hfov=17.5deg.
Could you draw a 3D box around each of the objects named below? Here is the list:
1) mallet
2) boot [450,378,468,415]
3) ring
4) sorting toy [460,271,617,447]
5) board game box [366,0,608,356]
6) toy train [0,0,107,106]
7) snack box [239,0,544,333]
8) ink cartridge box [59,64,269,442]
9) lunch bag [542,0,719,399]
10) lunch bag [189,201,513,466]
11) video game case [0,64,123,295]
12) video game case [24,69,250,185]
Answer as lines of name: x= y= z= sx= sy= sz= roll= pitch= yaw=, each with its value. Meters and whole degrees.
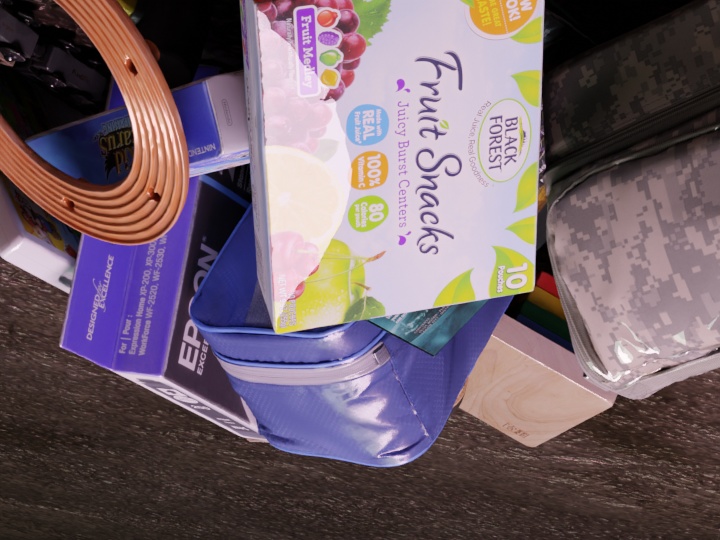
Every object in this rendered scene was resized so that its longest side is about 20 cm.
mallet: x=-0.163 y=-0.157 z=1.225 sx=0.199 sy=0.066 sz=0.041 roll=23 pitch=145 yaw=-33
boot: x=-0.017 y=0.021 z=1.548 sx=0.199 sy=0.078 sz=0.139 roll=17 pitch=156 yaw=4
ring: x=-0.159 y=-0.101 z=1.205 sx=0.200 sy=0.019 sz=0.201 roll=32 pitch=145 yaw=26
sorting toy: x=0.078 y=0.034 z=1.652 sx=0.198 sy=0.070 sz=0.200 roll=30 pitch=163 yaw=-4
board game box: x=0.059 y=-0.052 z=1.249 sx=0.135 sy=0.200 sz=0.028 roll=29 pitch=-159 yaw=-42
toy train: x=-0.221 y=-0.148 z=1.369 sx=0.046 sy=0.034 sz=0.200 roll=14 pitch=168 yaw=35
snack box: x=0.016 y=-0.070 z=1.153 sx=0.141 sy=0.053 sz=0.201 roll=-10 pitch=130 yaw=-10
ink cartridge box: x=-0.094 y=-0.017 z=1.422 sx=0.043 sy=0.200 sz=0.200 roll=-2 pitch=161 yaw=31
lunch bag: x=0.191 y=-0.035 z=1.143 sx=0.199 sy=0.169 sz=0.139 roll=-21 pitch=149 yaw=40
lunch bag: x=0.000 y=0.000 z=1.399 sx=0.135 sy=0.201 sz=0.133 roll=4 pitch=139 yaw=33
video game case: x=-0.192 y=-0.054 z=1.435 sx=0.023 sy=0.201 sz=0.182 roll=-38 pitch=146 yaw=13
video game case: x=-0.060 y=-0.084 z=1.290 sx=0.180 sy=0.046 sz=0.199 roll=-17 pitch=-176 yaw=-36
